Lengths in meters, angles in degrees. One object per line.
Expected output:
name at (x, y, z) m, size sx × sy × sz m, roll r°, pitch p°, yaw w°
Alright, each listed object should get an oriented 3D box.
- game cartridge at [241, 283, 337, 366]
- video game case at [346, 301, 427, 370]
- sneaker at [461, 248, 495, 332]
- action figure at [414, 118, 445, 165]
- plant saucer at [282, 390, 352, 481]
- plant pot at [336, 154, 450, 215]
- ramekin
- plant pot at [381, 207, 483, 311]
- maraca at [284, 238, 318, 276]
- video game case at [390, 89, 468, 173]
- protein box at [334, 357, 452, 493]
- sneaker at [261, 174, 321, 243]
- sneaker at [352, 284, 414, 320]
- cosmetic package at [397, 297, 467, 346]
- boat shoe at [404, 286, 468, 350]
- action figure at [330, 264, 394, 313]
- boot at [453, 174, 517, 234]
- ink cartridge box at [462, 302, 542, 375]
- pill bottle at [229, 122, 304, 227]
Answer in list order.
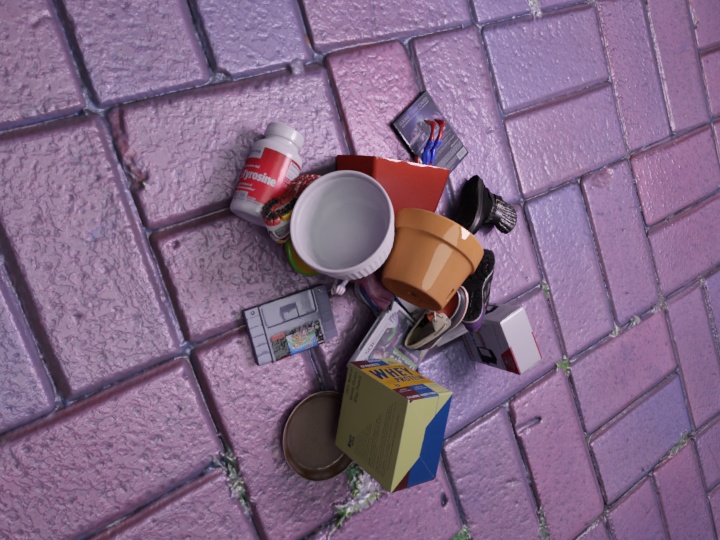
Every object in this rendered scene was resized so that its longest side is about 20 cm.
game cartridge at (-0.152, 0.120, 1.178) m, size 0.198 × 0.038 × 0.132 m, roll -18°, pitch 94°, yaw -26°
video game case at (0.077, 0.193, 1.255) m, size 0.183 × 0.023 × 0.200 m, roll -55°, pitch 131°, yaw -9°
sneaker at (0.274, 0.048, 1.254) m, size 0.202 × 0.075 × 0.088 m, roll -68°, pitch 151°, yaw -24°
action figure at (0.164, -0.266, 1.300) m, size 0.065 × 0.051 × 0.203 m, roll -23°, pitch 127°, yaw -46°
plant saucer at (-0.088, 0.375, 1.210) m, size 0.197 × 0.032 × 0.204 m, roll 0°, pitch 90°, yaw -28°
plant pot at (0.059, -0.159, 1.207) m, size 0.197 × 0.199 × 0.179 m, roll 4°, pitch 99°, yaw -27°
ramekin at (-0.027, -0.077, 1.014) m, size 0.197 × 0.105 × 0.204 m, roll -4°, pitch 72°, yaw 13°
plant pot at (0.130, -0.012, 1.065) m, size 0.199 × 0.199 × 0.142 m, roll 34°, pitch 74°, yaw -23°
maraca at (-0.100, -0.089, 1.162) m, size 0.136 × 0.106 × 0.203 m, roll 24°, pitch 78°, yaw -45°
video game case at (0.181, -0.337, 1.358) m, size 0.143 × 0.019 × 0.201 m, roll -47°, pitch 108°, yaw -20°
protein box at (0.067, 0.321, 1.141) m, size 0.133 × 0.199 × 0.202 m, roll 2°, pitch 102°, yaw -39°
sneaker at (-0.123, -0.131, 1.084) m, size 0.200 × 0.077 × 0.083 m, roll -42°, pitch 144°, yaw -34°
sneaker at (0.066, 0.088, 1.265) m, size 0.200 × 0.077 × 0.076 m, roll 41°, pitch 71°, yaw -23°
cosmetic package at (0.180, 0.078, 1.277) m, size 0.112 × 0.082 × 0.200 m, roll -31°, pitch 120°, yaw 20°
boat shoe at (0.171, 0.112, 1.203) m, size 0.062 × 0.201 × 0.072 m, roll 5°, pitch 45°, yaw -34°
action figure at (0.000, 0.000, 1.118) m, size 0.199 × 0.134 × 0.150 m, roll 36°, pitch 84°, yaw -22°
boot at (0.330, -0.135, 1.370) m, size 0.157 × 0.079 × 0.213 m, roll 39°, pitch 50°, yaw -21°
ink cartridge box at (0.342, 0.165, 1.338) m, size 0.082 × 0.199 × 0.148 m, roll -29°, pitch 102°, yaw -21°
pill bottle at (-0.190, -0.200, 1.114) m, size 0.111 × 0.112 × 0.203 m, roll 23°, pitch 80°, yaw -25°
